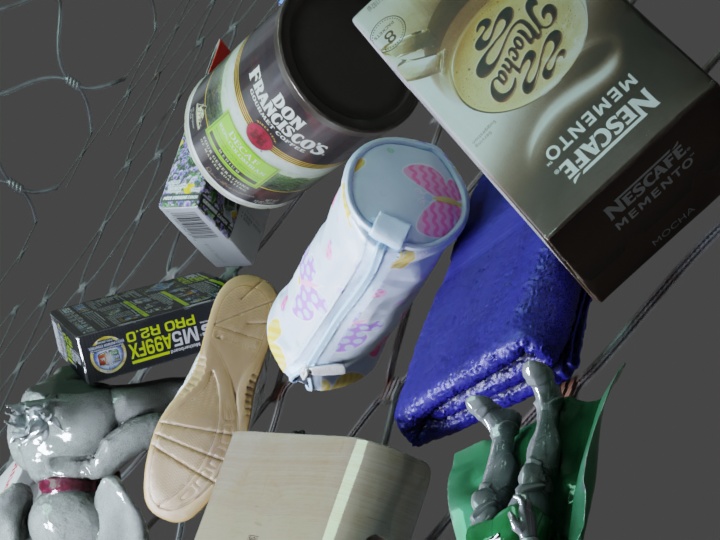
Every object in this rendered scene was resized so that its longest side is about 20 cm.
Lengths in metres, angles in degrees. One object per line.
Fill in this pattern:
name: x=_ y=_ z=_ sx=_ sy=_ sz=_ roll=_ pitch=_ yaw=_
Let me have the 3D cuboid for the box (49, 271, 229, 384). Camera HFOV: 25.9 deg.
box: x=-0.192 y=0.049 z=1.433 sx=0.158 sy=0.045 sz=0.200 roll=-15 pitch=9 yaw=-17

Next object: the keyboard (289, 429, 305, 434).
keyboard: x=-0.074 y=0.197 z=1.050 sx=0.127 sy=0.021 sz=0.201 roll=-45 pitch=19 yaw=16

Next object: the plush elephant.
plush elephant: x=-0.237 y=0.177 z=1.347 sx=0.200 sy=0.163 sz=0.157 roll=-15 pitch=-73 yaw=-68

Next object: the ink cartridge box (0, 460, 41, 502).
ink cartridge box: x=-0.350 y=0.283 z=1.531 sx=0.200 sy=0.084 sz=0.146 roll=-46 pitch=20 yaw=33

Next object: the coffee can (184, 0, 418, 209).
coffee can: x=-0.054 y=-0.157 z=1.415 sx=0.200 sy=0.146 sz=0.148 roll=-31 pitch=30 yaw=55

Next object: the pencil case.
pencil case: x=0.000 y=0.000 z=1.012 sx=0.091 sy=0.083 sz=0.201 roll=-46 pitch=-8 yaw=-36

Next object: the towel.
towel: x=0.095 y=0.000 z=0.907 sx=0.148 sy=0.049 sz=0.201 roll=-39 pitch=22 yaw=51

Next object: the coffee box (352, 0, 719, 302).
coffee box: x=0.099 y=-0.097 z=0.825 sx=0.113 sy=0.080 sz=0.200 roll=-42 pitch=52 yaw=5

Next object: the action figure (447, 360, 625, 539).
action figure: x=0.068 y=0.136 z=0.725 sx=0.118 sy=0.054 sz=0.202 roll=-38 pitch=29 yaw=38

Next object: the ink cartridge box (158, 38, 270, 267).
ink cartridge box: x=-0.123 y=-0.117 z=1.538 sx=0.050 sy=0.109 sz=0.202 roll=-1 pitch=59 yaw=30

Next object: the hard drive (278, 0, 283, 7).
hard drive: x=0.031 y=-0.298 z=1.471 sx=0.201 sy=0.131 sz=0.025 roll=-57 pitch=-9 yaw=-4

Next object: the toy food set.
toy food set: x=-0.042 y=0.175 z=0.928 sx=0.199 sy=0.060 sz=0.145 roll=-8 pitch=58 yaw=58

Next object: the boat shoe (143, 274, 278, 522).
boat shoe: x=-0.110 y=0.105 z=1.250 sx=0.069 sy=0.070 sz=0.202 roll=66 pitch=-132 yaw=-80
